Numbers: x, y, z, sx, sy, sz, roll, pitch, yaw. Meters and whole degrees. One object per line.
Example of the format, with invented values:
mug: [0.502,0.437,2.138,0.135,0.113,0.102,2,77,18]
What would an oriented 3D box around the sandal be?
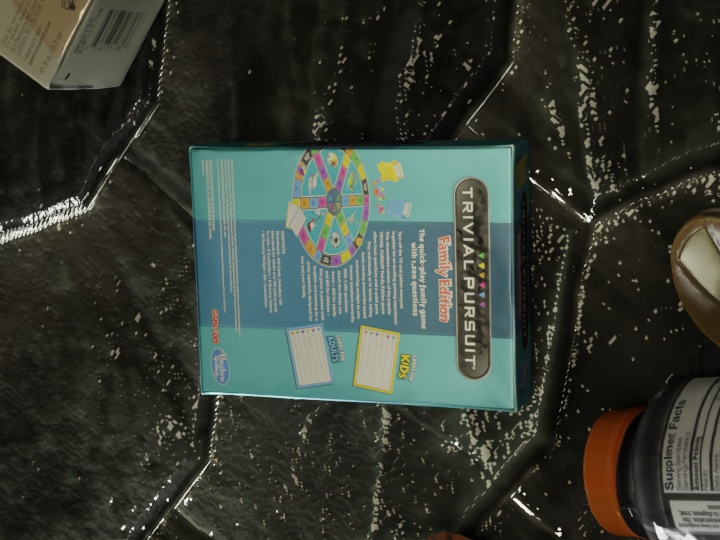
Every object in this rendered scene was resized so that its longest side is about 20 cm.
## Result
sandal: [0.253,0.022,0.688,0.198,0.054,0.081,24,135,-2]

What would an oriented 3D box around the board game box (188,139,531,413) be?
board game box: [0.000,0.000,0.775,0.198,0.047,0.153,2,100,18]

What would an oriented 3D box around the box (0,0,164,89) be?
box: [-0.226,-0.197,0.794,0.199,0.095,0.078,36,108,8]

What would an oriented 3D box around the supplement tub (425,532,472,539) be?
supplement tub: [0.020,0.260,0.774,0.122,0.122,0.201,39,108,9]

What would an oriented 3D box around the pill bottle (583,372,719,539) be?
pill bottle: [0.214,0.104,0.670,0.199,0.106,0.107,-8,98,44]
